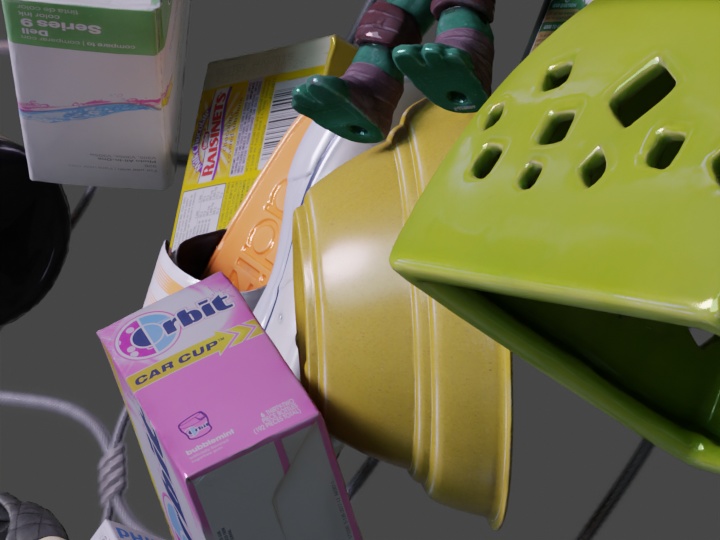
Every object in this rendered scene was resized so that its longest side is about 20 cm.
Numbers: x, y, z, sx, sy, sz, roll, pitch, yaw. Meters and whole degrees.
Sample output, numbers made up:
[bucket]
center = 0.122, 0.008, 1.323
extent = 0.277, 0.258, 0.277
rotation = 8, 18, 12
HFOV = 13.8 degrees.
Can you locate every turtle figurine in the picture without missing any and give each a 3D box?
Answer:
[turtle figurine]
center = 0.037, -0.156, 1.268
extent = 0.150, 0.100, 0.201
rotation = -37, 34, 58

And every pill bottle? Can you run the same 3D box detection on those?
[pill bottle]
center = -0.259, -0.043, 1.719
extent = 0.200, 0.112, 0.112
rotation = 26, 91, 53

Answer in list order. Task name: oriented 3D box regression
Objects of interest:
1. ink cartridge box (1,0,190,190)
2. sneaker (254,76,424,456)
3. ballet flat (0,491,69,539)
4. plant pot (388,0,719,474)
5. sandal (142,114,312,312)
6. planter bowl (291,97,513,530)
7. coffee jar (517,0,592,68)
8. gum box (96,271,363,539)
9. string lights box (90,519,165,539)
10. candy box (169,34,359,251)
[ink cartridge box]
center = -0.134, -0.151, 1.561
extent = 0.200, 0.087, 0.146
rotation = 90, -177, -65
[sneaker]
center = 0.000, 0.000, 1.417
extent = 0.071, 0.073, 0.201
rotation = 26, 100, 44
[ballet flat]
center = -0.214, 0.143, 1.609
extent = 0.200, 0.057, 0.067
rotation = 25, 91, 53
[plant pot]
center = 0.164, -0.029, 1.141
extent = 0.200, 0.199, 0.182
rotation = 8, 71, 53
[sandal]
center = -0.069, -0.003, 1.471
extent = 0.079, 0.059, 0.207
rotation = 28, 91, 49
[planter bowl]
center = 0.013, 0.015, 1.291
extent = 0.200, 0.083, 0.202
rotation = 177, 90, -86
[coffee jar]
center = 0.128, -0.116, 1.298
extent = 0.085, 0.104, 0.201
rotation = 9, 77, 43
[gum box]
center = -0.044, 0.117, 1.320
extent = 0.066, 0.201, 0.114
rotation = -25, 39, -11
[string lights box]
center = -0.097, 0.225, 1.423
extent = 0.103, 0.059, 0.200
rotation = -54, 39, 17
[candy box]
center = -0.058, -0.020, 1.534
extent = 0.102, 0.026, 0.201
rotation = -9, 64, 48
